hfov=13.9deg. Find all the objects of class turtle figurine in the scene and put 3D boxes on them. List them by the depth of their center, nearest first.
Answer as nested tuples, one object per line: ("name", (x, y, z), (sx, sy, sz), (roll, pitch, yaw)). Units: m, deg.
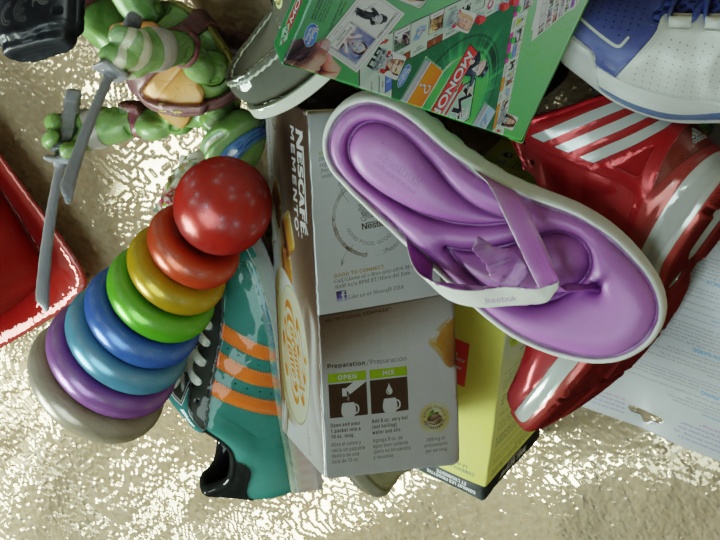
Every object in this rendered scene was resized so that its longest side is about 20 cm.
("turtle figurine", (-0.155, -0.117, 1.655), (0.194, 0.200, 0.144), (58, -179, 15))

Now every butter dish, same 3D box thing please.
("butter dish", (-0.309, -0.008, 1.862), (0.199, 0.148, 0.200), (-28, 102, 45))

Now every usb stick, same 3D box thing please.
("usb stick", (-0.171, -0.211, 1.612), (0.055, 0.200, 0.033), (-11, 158, 28))

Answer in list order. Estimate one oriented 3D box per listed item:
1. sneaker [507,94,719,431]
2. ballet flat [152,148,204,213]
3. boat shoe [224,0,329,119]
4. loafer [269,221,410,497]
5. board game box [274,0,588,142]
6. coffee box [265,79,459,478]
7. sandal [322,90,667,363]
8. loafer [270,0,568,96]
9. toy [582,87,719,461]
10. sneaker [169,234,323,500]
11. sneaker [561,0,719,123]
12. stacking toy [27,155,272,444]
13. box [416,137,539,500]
("sneaker", (0.114, -0.016, 1.550), (0.116, 0.078, 0.200), (46, 120, 18))
("ballet flat", (-0.085, 0.022, 1.779), (0.076, 0.064, 0.200), (6, 124, 35))
("boat shoe", (-0.010, -0.155, 1.507), (0.060, 0.072, 0.202), (31, 127, -24))
("loafer", (0.002, 0.042, 1.715), (0.068, 0.076, 0.200), (-16, 118, 2))
("board game box", (0.057, -0.172, 1.434), (0.135, 0.029, 0.200), (17, 112, -20))
("coffee box", (0.000, 0.000, 1.612), (0.114, 0.080, 0.200), (-142, 48, -71))
("sandal", (0.059, -0.014, 1.498), (0.203, 0.050, 0.082), (33, 119, 13))
("loafer", (0.030, -0.133, 1.579), (0.200, 0.071, 0.073), (36, 110, 33))
("toy", (0.172, -0.006, 1.582), (0.115, 0.047, 0.200), (22, 126, 28))
("sneaker", (-0.076, 0.050, 1.718), (0.080, 0.071, 0.200), (-13, 116, -3))
("sneaker", (0.209, -0.122, 1.459), (0.199, 0.081, 0.115), (22, 127, 13))
("stacking toy", (-0.112, 0.008, 1.649), (0.085, 0.085, 0.200), (41, 130, 6))
("box", (0.075, 0.028, 1.658), (0.050, 0.075, 0.200), (23, 132, 22))
